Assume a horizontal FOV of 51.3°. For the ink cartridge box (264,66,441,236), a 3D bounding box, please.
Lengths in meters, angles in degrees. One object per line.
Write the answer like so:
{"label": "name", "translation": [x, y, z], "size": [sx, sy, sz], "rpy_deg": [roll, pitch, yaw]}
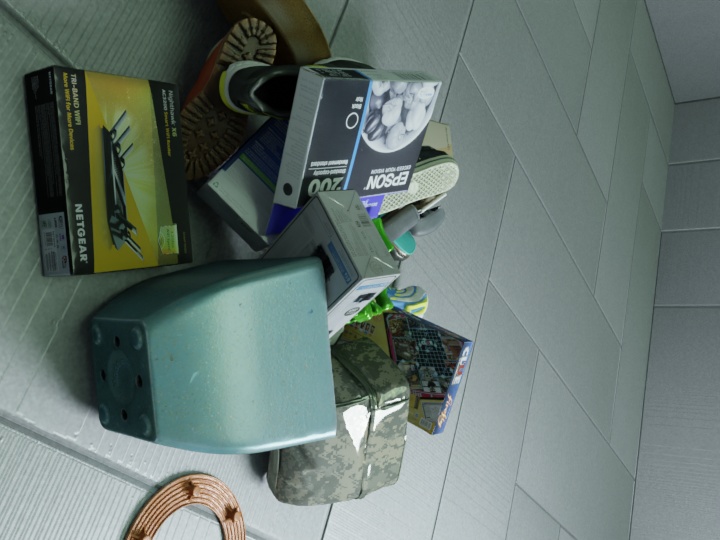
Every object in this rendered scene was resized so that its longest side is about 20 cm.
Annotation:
{"label": "ink cartridge box", "translation": [-0.007, -0.130, 0.865], "size": [0.197, 0.043, 0.201], "rpy_deg": [-14, 130, -45]}

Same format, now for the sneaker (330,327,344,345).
{"label": "sneaker", "translation": [-0.060, 0.016, 1.037], "size": [0.121, 0.083, 0.201], "rpy_deg": [60, 36, -41]}

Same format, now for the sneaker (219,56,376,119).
{"label": "sneaker", "translation": [-0.054, -0.197, 0.846], "size": [0.198, 0.085, 0.075], "rpy_deg": [-9, 114, -24]}

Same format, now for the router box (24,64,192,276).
{"label": "router box", "translation": [-0.257, -0.100, 0.783], "size": [0.157, 0.052, 0.202], "rpy_deg": [-10, 97, -56]}

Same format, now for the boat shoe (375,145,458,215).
{"label": "boat shoe", "translation": [0.033, -0.123, 0.999], "size": [0.198, 0.062, 0.075], "rpy_deg": [-16, 134, -18]}

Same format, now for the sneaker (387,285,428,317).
{"label": "sneaker", "translation": [0.041, 0.047, 1.196], "size": [0.200, 0.075, 0.106], "rpy_deg": [-39, 119, -49]}

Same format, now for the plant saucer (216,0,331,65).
{"label": "plant saucer", "translation": [-0.117, -0.304, 0.904], "size": [0.035, 0.200, 0.201], "rpy_deg": [-46, 131, -11]}

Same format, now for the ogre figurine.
{"label": "ogre figurine", "translation": [0.000, 0.000, 0.966], "size": [0.200, 0.097, 0.121], "rpy_deg": [-13, 89, -61]}

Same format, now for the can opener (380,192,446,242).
{"label": "can opener", "translation": [0.068, -0.062, 1.120], "size": [0.200, 0.053, 0.067], "rpy_deg": [-38, 108, -41]}

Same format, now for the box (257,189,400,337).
{"label": "box", "translation": [-0.056, 0.013, 0.856], "size": [0.060, 0.200, 0.117], "rpy_deg": [-9, 65, -45]}

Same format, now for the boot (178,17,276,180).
{"label": "boot", "translation": [-0.172, -0.201, 0.895], "size": [0.075, 0.107, 0.201], "rpy_deg": [30, 90, -27]}

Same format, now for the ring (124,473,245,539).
{"label": "ring", "translation": [-0.199, 0.341, 0.875], "size": [0.200, 0.019, 0.202], "rpy_deg": [3, 86, -55]}

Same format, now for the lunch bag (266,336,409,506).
{"label": "lunch bag", "translation": [-0.040, 0.200, 0.972], "size": [0.167, 0.139, 0.201], "rpy_deg": [-14, 127, -31]}

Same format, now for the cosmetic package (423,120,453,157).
{"label": "cosmetic package", "translation": [0.051, -0.175, 1.114], "size": [0.199, 0.071, 0.106], "rpy_deg": [-1, 83, -46]}

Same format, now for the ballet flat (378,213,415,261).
{"label": "ballet flat", "translation": [0.008, -0.091, 1.153], "size": [0.201, 0.068, 0.068], "rpy_deg": [57, 45, -20]}

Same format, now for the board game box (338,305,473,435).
{"label": "board game box", "translation": [0.049, 0.126, 1.061], "size": [0.035, 0.199, 0.137], "rpy_deg": [7, 104, -56]}

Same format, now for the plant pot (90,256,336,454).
{"label": "plant pot", "translation": [-0.168, 0.094, 0.796], "size": [0.199, 0.195, 0.198], "rpy_deg": [-8, 95, -45]}

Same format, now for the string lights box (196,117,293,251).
{"label": "string lights box", "translation": [-0.090, -0.131, 0.911], "size": [0.103, 0.059, 0.200], "rpy_deg": [46, 68, -14]}
